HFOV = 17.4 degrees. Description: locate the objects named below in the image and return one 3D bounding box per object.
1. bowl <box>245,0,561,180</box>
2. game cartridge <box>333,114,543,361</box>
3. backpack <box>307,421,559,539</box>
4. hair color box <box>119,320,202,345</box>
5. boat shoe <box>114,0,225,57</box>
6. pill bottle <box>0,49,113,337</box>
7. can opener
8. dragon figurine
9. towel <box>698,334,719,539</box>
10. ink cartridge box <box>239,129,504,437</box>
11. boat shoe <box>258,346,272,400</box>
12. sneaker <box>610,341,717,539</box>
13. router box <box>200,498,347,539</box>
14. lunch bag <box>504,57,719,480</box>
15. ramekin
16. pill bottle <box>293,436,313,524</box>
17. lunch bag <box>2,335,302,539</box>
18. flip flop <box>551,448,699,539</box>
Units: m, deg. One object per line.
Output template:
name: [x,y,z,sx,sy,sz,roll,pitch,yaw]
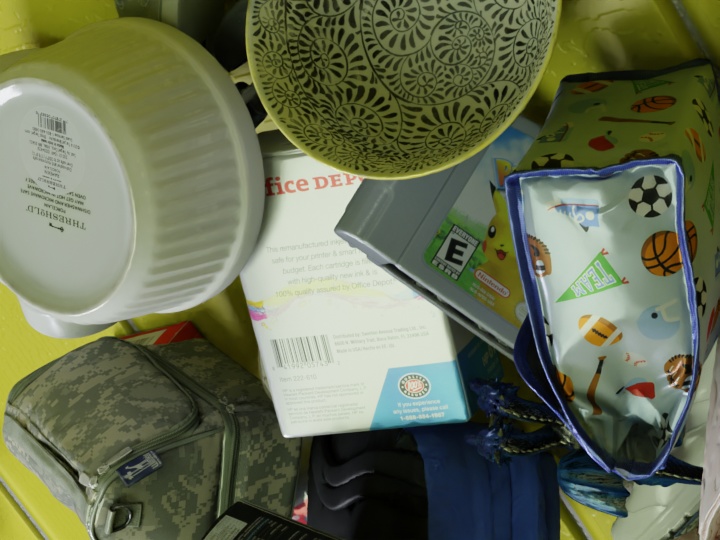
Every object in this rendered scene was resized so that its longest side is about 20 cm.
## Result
bowl: [0.039,-0.143,1.416,0.200,0.201,0.094,20,178,24]
game cartridge: [0.097,-0.023,1.485,0.200,0.134,0.040,34,163,-12]
backpack: [0.060,0.172,1.651,0.200,0.167,0.163,167,99,-70]
hair color box: [-0.132,0.141,1.923,0.111,0.064,0.200,-13,118,46]
boat shoe: [-0.135,-0.172,1.591,0.071,0.070,0.201,26,144,13]
pill bottle: [-0.230,-0.052,1.744,0.119,0.120,0.200,16,137,28]
can opener: [-0.094,-0.113,1.583,0.066,0.053,0.200,46,122,5]
dragon figurine: [0.162,0.118,1.508,0.200,0.099,0.059,24,114,28]
towel: [0.245,0.037,1.379,0.032,0.200,0.191,17,140,-2]
ink cartridge box: [0.000,0.000,1.573,0.144,0.085,0.201,-7,108,25]
boat shoe: [-0.043,-0.001,1.679,0.074,0.073,0.201,5,109,12]
sneaker: [0.222,0.110,1.568,0.087,0.074,0.200,44,123,18]
router box: [-0.012,0.256,1.563,0.150,0.062,0.200,14,141,45]
lunch bag: [0.158,0.000,1.380,0.123,0.170,0.201,-4,114,20]
ramekin: [-0.171,-0.059,1.536,0.200,0.105,0.201,14,113,35]
pill bottle: [0.022,0.211,1.812,0.200,0.120,0.119,48,143,-11]
lunch bag: [-0.157,0.137,1.730,0.200,0.167,0.140,34,122,54]
flip flop: [0.210,0.169,1.656,0.200,0.058,0.081,34,140,11]
